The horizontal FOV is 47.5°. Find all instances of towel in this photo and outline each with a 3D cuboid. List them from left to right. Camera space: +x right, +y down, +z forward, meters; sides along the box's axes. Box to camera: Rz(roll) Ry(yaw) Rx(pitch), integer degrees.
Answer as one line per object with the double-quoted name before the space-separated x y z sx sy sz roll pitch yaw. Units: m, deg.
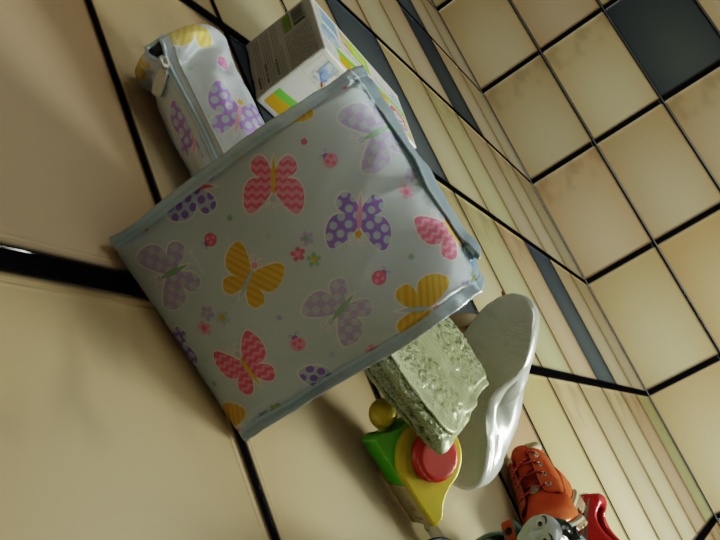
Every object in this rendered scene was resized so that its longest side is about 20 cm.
"towel" 0.032 0.045 0.692 0.201 0.036 0.148 52 26 -2

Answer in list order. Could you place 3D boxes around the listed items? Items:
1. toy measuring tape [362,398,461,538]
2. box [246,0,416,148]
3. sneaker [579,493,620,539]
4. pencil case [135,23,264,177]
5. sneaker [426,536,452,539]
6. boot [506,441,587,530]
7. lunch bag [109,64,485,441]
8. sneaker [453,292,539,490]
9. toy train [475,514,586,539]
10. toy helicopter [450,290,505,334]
"toy measuring tape" 0.071 0.189 0.704 0.201 0.073 0.074 58 19 -8
"box" -0.033 -0.210 1.000 0.200 0.101 0.113 39 27 -44
"sneaker" 0.305 0.366 0.998 0.077 0.084 0.202 34 31 -48
"pencil case" -0.109 -0.101 0.672 0.202 0.082 0.091 62 -2 6
"sneaker" 0.052 0.233 0.575 0.199 0.083 0.077 25 38 -58
"boot" 0.202 0.258 0.939 0.108 0.075 0.200 58 11 8
"lunch bag" -0.033 -0.013 0.556 0.170 0.199 0.127 55 20 -6
"sneaker" 0.141 0.123 0.843 0.075 0.202 0.088 19 3 36
"toy train" 0.185 0.295 0.765 0.200 0.113 0.086 47 22 -31
"toy helicopter" 0.136 0.096 0.913 0.200 0.132 0.079 37 28 -47
